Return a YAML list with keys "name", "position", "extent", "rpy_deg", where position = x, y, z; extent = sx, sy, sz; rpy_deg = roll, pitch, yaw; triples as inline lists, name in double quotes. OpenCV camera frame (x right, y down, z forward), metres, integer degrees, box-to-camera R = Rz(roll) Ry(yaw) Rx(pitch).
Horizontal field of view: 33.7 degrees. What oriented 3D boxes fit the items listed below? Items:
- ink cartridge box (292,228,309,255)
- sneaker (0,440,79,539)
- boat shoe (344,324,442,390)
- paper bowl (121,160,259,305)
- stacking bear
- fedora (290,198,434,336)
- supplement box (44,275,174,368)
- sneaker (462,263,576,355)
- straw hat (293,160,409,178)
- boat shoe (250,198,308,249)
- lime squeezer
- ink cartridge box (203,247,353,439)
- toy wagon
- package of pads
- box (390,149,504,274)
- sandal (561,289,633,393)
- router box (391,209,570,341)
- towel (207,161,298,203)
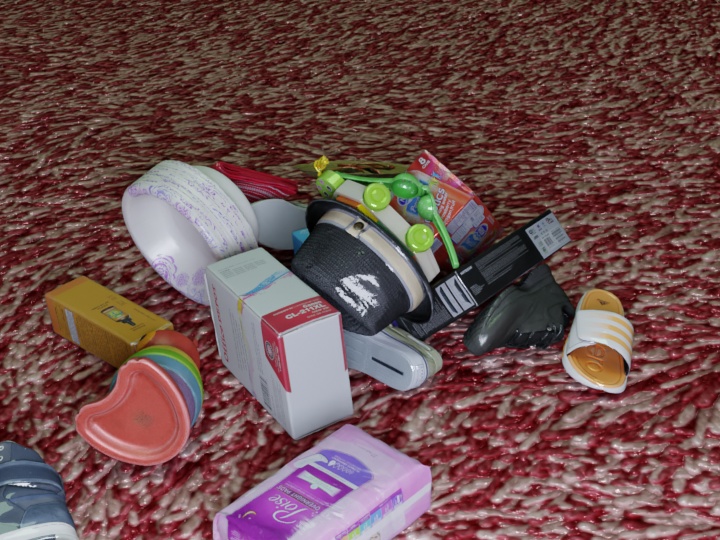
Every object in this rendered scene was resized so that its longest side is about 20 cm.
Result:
- name: "ink cartridge box"
  position: [0.000, 0.000, 1.613]
  extent: [0.116, 0.068, 0.200]
  rpy_deg: [-16, 30, -21]
- name: "sneaker"
  position: [-0.394, 0.249, 1.197]
  extent: [0.202, 0.077, 0.146]
  rpy_deg: [-5, 39, -21]
- name: "boat shoe"
  position: [0.013, 0.090, 1.467]
  extent: [0.200, 0.072, 0.062]
  rpy_deg: [31, 26, 35]
- name: "paper bowl"
  position: [-0.216, -0.059, 1.600]
  extent: [0.200, 0.201, 0.104]
  rpy_deg: [19, 49, 36]
- name: "stacking bear"
  position: [-0.234, 0.131, 1.374]
  extent: [0.121, 0.114, 0.200]
  rpy_deg: [-44, 12, 15]
- name: "fedora"
  position: [-0.011, 0.012, 1.398]
  extent: [0.092, 0.201, 0.200]
  rpy_deg: [-44, 44, -21]
- name: "supplement box"
  position: [-0.322, 0.073, 1.532]
  extent: [0.200, 0.069, 0.066]
  rpy_deg: [21, 38, 41]
- name: "sneaker"
  position: [0.202, 0.061, 1.455]
  extent: [0.091, 0.076, 0.200]
  rpy_deg: [49, 45, 10]
- name: "straw hat"
  position: [-0.007, -0.116, 1.809]
  extent: [0.200, 0.085, 0.201]
  rpy_deg: [2, 11, 0]
- name: "boat shoe"
  position: [-0.101, -0.069, 1.715]
  extent: [0.200, 0.072, 0.066]
  rpy_deg: [-5, 7, -43]
- name: "lime squeezer"
  position: [0.061, -0.081, 1.439]
  extent: [0.200, 0.038, 0.071]
  rpy_deg: [38, 42, 21]
- name: "ink cartridge box"
  position: [-0.098, 0.080, 1.401]
  extent: [0.083, 0.146, 0.200]
  rpy_deg: [-21, 33, -23]
- name: "toy wagon"
  position: [0.009, -0.053, 1.426]
  extent: [0.200, 0.155, 0.040]
  rpy_deg: [44, 68, 3]
- name: "package of pads"
  position: [-0.036, 0.239, 1.182]
  extent: [0.120, 0.076, 0.200]
  rpy_deg: [19, 37, 41]
- name: "box"
  position: [0.107, -0.069, 1.563]
  extent: [0.100, 0.200, 0.095]
  rpy_deg: [-47, 69, 4]
- name: "sandal"
  position: [0.291, 0.067, 1.439]
  extent: [0.079, 0.059, 0.207]
  rpy_deg: [15, 35, 2]
- name: "router box"
  position: [0.149, 0.011, 1.497]
  extent: [0.200, 0.052, 0.157]
  rpy_deg: [-31, -4, -40]
- name: "towel"
  position: [-0.201, -0.103, 1.716]
  extent: [0.144, 0.023, 0.200]
  rpy_deg: [13, -24, -39]
